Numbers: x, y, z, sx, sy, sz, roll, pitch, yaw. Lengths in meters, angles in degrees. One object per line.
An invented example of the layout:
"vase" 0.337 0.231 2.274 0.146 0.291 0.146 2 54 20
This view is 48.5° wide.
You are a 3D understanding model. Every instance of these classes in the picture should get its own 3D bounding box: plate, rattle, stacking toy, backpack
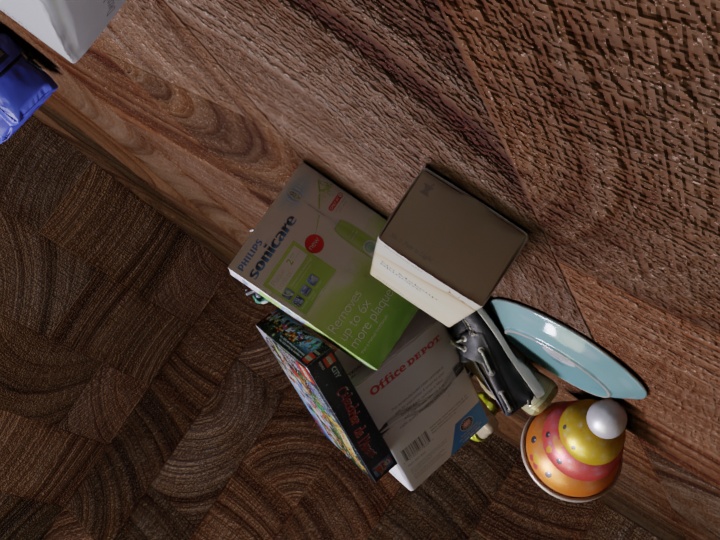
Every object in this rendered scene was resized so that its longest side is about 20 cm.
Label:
"plate" 0.227 0.097 0.907 0.200 0.026 0.200 34 173 5
"rattle" 0.165 0.170 1.312 0.200 0.143 0.130 44 174 13
"stacking toy" 0.304 0.216 1.070 0.146 0.146 0.200 32 154 15
"backpack" -0.640 -0.342 1.366 0.168 0.163 0.200 -8 133 47

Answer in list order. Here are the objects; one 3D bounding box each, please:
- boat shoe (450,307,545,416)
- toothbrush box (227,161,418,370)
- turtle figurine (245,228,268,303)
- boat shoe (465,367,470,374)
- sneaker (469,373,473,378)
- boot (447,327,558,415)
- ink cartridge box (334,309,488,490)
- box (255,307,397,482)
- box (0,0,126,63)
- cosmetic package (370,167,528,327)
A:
"boat shoe" 0.144 0.091 0.961 0.200 0.060 0.074 51 -178 -19
"toothbrush box" -0.027 -0.002 0.908 0.200 0.146 0.086 35 172 -2
"turtle figurine" -0.108 -0.015 1.278 0.101 0.150 0.200 5 -175 -36
"boat shoe" 0.129 0.130 1.186 0.076 0.060 0.200 60 -159 9
"sneaker" 0.127 0.152 1.490 0.200 0.074 0.088 39 176 -38
"boot" 0.169 0.117 1.101 0.155 0.073 0.200 40 178 -12
"ink cartridge box" 0.062 0.158 1.031 0.084 0.145 0.200 29 151 52
"box" -0.041 0.150 0.968 0.137 0.038 0.200 30 152 55
"box" -0.152 -0.201 0.265 0.199 0.131 0.200 36 172 -10
"cosmetic package" 0.070 -0.012 0.718 0.103 0.073 0.200 34 173 5
